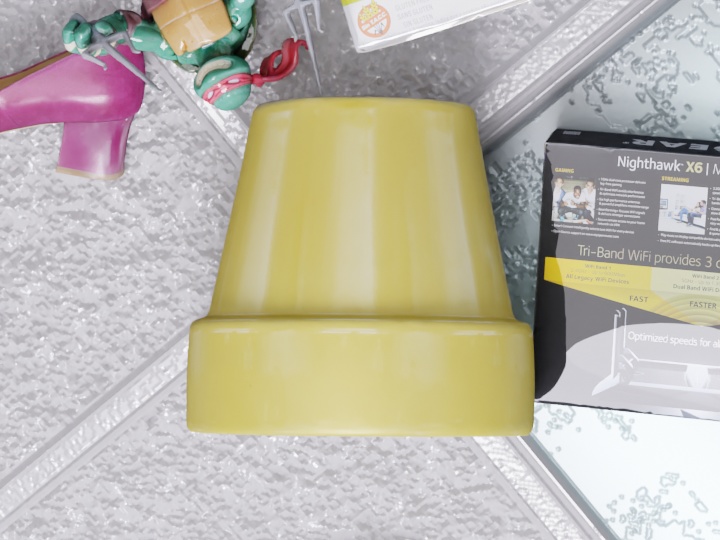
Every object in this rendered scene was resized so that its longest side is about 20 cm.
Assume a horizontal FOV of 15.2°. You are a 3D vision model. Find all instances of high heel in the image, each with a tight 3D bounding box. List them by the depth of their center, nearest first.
[{"bbox_3d":[-0.229,-0.116,1.621,0.199,0.067,0.096,12,115,4],"label":"high heel"}]

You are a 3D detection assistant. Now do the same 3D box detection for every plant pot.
[{"bbox_3d":[0.000,0.000,1.548,0.200,0.201,0.190,0,88,12],"label":"plant pot"}]

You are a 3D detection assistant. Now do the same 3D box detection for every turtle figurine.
[{"bbox_3d":[-0.105,-0.163,1.571,0.149,0.101,0.200,-26,80,-4],"label":"turtle figurine"}]

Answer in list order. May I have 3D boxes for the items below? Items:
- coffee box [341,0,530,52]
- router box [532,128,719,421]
[{"bbox_3d":[0.080,-0.252,1.458,0.199,0.200,0.198,-17,98,16],"label":"coffee box"},{"bbox_3d":[0.202,0.006,1.570,0.199,0.052,0.158,6,104,11],"label":"router box"}]
